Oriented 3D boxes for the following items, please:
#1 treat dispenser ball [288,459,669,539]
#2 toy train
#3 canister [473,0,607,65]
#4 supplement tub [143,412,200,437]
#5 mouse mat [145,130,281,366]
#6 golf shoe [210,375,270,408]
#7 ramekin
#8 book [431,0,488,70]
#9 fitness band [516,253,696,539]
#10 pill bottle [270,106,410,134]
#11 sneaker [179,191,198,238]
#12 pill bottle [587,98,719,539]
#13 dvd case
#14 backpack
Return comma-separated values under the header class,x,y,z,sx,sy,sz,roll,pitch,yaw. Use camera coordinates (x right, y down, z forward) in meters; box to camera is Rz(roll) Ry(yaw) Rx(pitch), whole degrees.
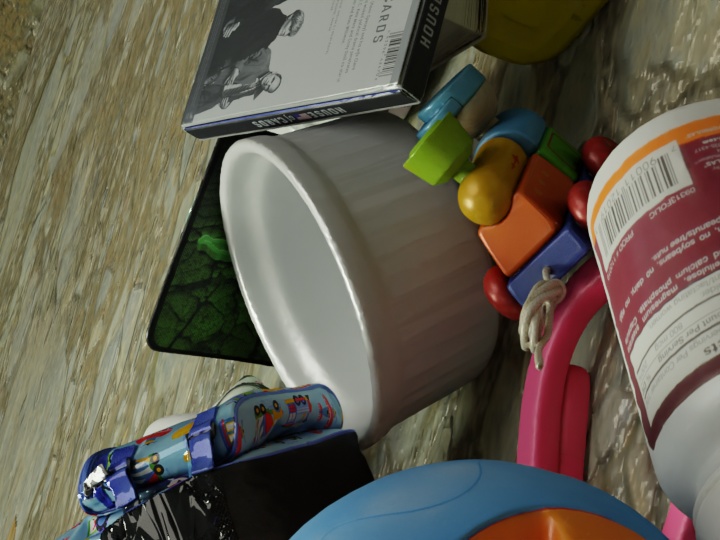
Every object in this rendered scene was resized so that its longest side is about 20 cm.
class,x,y,z,sx,sy,sz,roll,pitch,yaw
treat dispenser ball,0.044,0.171,0.544,0.201,0.200,0.202,-46,35,45
toy train,0.070,-0.035,0.776,0.085,0.116,0.200,-47,5,28
canister,0.112,-0.250,0.959,0.149,0.086,0.201,-51,32,40
supplement tub,-0.095,0.211,1.013,0.145,0.145,0.201,-27,50,58
mouse mat,-0.051,-0.009,1.028,0.008,0.199,0.162,28,100,39
golf shoe,-0.124,0.176,1.204,0.200,0.072,0.092,-53,22,17
ramekin,0.000,0.000,0.913,0.201,0.097,0.201,51,154,38
book,0.028,-0.218,0.952,0.133,0.048,0.201,-27,52,53
fitness band,0.132,0.081,0.741,0.143,0.037,0.201,-32,47,56
pill bottle,0.003,-0.174,1.110,0.201,0.112,0.112,-62,25,23
sneaker,-0.080,-0.010,1.170,0.074,0.118,0.200,-65,26,11
pill bottle,0.165,0.034,0.602,0.114,0.113,0.201,-53,31,37
dvd case,-0.022,-0.160,0.897,0.199,0.025,0.151,-3,66,46
backpack,-0.100,0.161,0.845,0.199,0.182,0.135,-25,80,24
